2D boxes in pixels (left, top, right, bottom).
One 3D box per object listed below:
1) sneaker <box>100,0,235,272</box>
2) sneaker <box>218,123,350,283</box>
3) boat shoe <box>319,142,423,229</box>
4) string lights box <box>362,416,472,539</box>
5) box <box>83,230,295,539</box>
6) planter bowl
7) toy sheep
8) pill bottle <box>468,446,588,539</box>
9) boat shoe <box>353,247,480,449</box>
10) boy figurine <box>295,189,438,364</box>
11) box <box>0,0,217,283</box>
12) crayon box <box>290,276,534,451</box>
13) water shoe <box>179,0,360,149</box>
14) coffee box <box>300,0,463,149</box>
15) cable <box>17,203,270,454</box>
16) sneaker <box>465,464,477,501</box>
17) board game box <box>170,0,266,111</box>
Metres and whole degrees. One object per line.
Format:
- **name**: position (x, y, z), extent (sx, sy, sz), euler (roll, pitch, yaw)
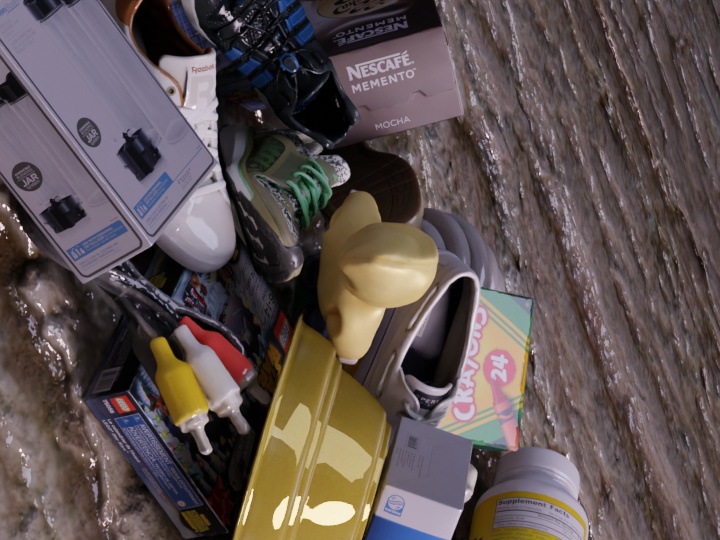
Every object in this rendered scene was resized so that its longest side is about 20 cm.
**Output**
- **sneaker**: position (-0.124, -0.098, 1.080), extent (0.073, 0.085, 0.201), euler (-26, 93, -49)
- **sneaker**: position (-0.050, -0.063, 1.164), extent (0.200, 0.088, 0.077), euler (-110, -177, -59)
- **boat shoe**: position (0.004, -0.056, 1.288), extent (0.200, 0.071, 0.065), euler (-128, -161, -60)
- **string lights box**: position (0.020, 0.219, 1.162), extent (0.103, 0.059, 0.201), euler (-69, 177, -66)
- **box**: position (-0.111, 0.065, 1.121), extent (0.137, 0.040, 0.200), euler (60, 30, -32)
- **planter bowl**: position (-0.029, 0.137, 1.090), extent (0.200, 0.083, 0.201), euler (17, 90, -90)
- **toy sheep**: position (0.053, 0.006, 1.389), extent (0.200, 0.138, 0.138), euler (22, 59, -44)
- **pill bottle**: position (0.153, 0.265, 1.489), extent (0.111, 0.111, 0.200), euler (59, 32, -34)
- **boat shoe**: position (0.042, 0.085, 1.196), extent (0.072, 0.066, 0.201), euler (19, 96, -27)
- **boy figurine**: position (0.000, 0.000, 1.132), extent (0.200, 0.064, 0.125), euler (142, -47, -71)
- **box**: position (-0.184, -0.107, 0.974), extent (0.200, 0.060, 0.117), euler (55, 32, -15)
- **crayon box**: position (0.038, 0.068, 1.277), extent (0.199, 0.051, 0.127), euler (11, 80, -27)
- **water shoe**: position (-0.054, -0.158, 1.127), extent (0.079, 0.072, 0.200), euler (42, -2, 33)
- **coffee box**: position (0.013, -0.187, 1.319), extent (0.200, 0.113, 0.080), euler (-99, 174, -60)
- **cable**: position (-0.129, 0.019, 1.021), extent (0.200, 0.050, 0.097), euler (56, 38, -4)
- **sneaker**: position (0.042, 0.120, 1.353), extent (0.200, 0.088, 0.081), euler (65, 28, -24)
- **board game box**: position (-0.111, -0.207, 1.215), extent (0.200, 0.061, 0.201), euler (-46, 119, -60)
